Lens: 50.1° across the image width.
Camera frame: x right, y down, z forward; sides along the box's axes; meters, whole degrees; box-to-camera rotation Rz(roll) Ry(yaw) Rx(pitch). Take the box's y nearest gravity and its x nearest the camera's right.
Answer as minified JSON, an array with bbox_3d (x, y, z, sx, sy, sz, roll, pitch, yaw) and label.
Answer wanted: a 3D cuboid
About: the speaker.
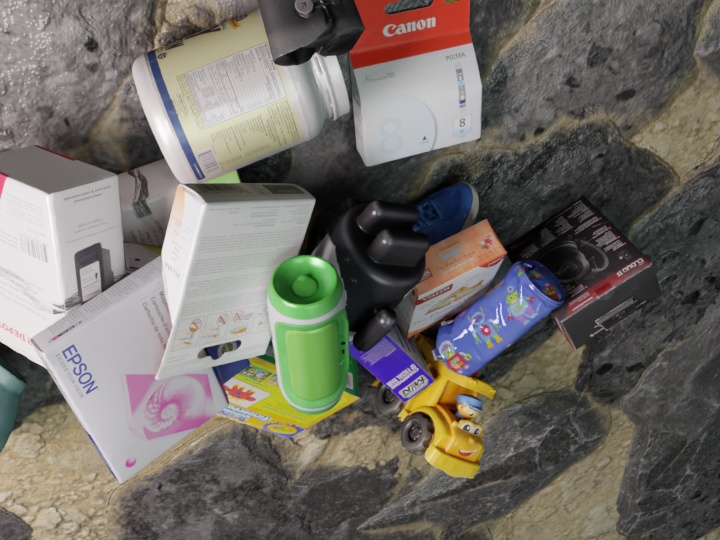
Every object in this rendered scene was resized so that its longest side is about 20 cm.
[{"bbox_3d":[-0.057,0.077,0.870,0.087,0.089,0.202,-13,139,-12],"label":"speaker"}]

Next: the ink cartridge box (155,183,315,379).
[{"bbox_3d":[-0.140,0.006,0.814,0.161,0.050,0.202,-8,127,-51],"label":"ink cartridge box"}]

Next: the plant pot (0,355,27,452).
[{"bbox_3d":[-0.489,0.146,0.918,0.134,0.199,0.201,-48,133,-18],"label":"plant pot"}]

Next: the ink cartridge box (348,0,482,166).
[{"bbox_3d":[0.068,-0.236,0.928,0.158,0.048,0.202,-15,132,-11],"label":"ink cartridge box"}]

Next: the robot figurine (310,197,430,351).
[{"bbox_3d":[-0.001,0.001,0.935,0.124,0.151,0.200,35,132,-8],"label":"robot figurine"}]

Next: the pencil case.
[{"bbox_3d":[0.189,0.067,1.080,0.200,0.087,0.078,-44,173,30],"label":"pencil case"}]

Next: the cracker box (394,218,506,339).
[{"bbox_3d":[0.116,0.018,1.068,0.133,0.058,0.200,-26,161,-10],"label":"cracker box"}]

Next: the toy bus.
[{"bbox_3d":[0.140,0.188,1.191,0.135,0.200,0.193,29,104,-38],"label":"toy bus"}]

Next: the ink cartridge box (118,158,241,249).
[{"bbox_3d":[-0.229,-0.050,0.925,0.197,0.084,0.147,-20,130,-7],"label":"ink cartridge box"}]

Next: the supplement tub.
[{"bbox_3d":[-0.124,-0.190,0.820,0.198,0.146,0.146,-23,131,-5],"label":"supplement tub"}]

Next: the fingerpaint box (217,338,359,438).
[{"bbox_3d":[-0.128,0.154,1.100,0.199,0.074,0.166,27,133,-35],"label":"fingerpaint box"}]

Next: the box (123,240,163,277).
[{"bbox_3d":[-0.250,0.068,0.913,0.115,0.060,0.202,7,126,-28],"label":"box"}]

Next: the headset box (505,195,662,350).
[{"bbox_3d":[0.323,0.006,1.116,0.148,0.201,0.077,-34,131,5],"label":"headset box"}]

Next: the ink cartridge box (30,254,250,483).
[{"bbox_3d":[-0.212,0.095,0.815,0.199,0.043,0.198,-35,131,-25],"label":"ink cartridge box"}]

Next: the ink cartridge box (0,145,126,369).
[{"bbox_3d":[-0.320,-0.011,0.801,0.083,0.144,0.203,-28,130,-48],"label":"ink cartridge box"}]

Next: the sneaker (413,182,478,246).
[{"bbox_3d":[0.063,-0.057,1.039,0.199,0.077,0.111,-39,144,18],"label":"sneaker"}]

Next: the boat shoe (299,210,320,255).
[{"bbox_3d":[-0.102,-0.006,1.031,0.067,0.072,0.202,19,132,5],"label":"boat shoe"}]

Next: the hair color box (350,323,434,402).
[{"bbox_3d":[0.020,0.095,1.122,0.065,0.110,0.200,-38,130,10],"label":"hair color box"}]

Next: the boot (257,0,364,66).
[{"bbox_3d":[-0.103,-0.290,0.734,0.163,0.066,0.203,-20,93,-7],"label":"boot"}]
